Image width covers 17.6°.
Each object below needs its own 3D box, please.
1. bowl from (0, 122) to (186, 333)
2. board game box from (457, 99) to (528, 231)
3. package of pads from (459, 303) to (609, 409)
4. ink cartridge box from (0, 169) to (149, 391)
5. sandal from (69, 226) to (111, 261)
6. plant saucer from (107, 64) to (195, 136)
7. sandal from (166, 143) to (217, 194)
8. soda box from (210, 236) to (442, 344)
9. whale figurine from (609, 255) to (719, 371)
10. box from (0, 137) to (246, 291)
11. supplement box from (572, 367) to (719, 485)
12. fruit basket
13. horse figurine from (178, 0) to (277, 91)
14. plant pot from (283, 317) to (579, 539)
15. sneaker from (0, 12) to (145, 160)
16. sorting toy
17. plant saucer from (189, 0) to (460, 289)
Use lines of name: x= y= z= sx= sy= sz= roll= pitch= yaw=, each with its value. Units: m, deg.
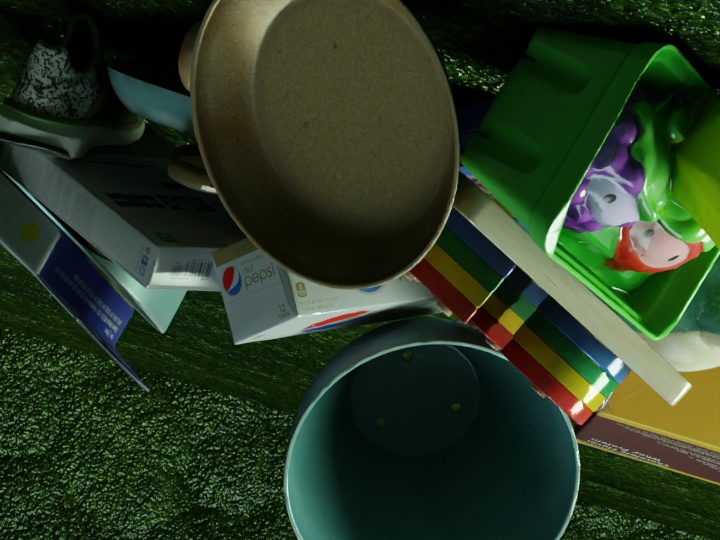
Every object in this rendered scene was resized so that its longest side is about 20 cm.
bowl: x=-0.189 y=-0.057 z=1.828 sx=0.201 sy=0.105 sz=0.201 roll=46 pitch=174 yaw=6
board game box: x=0.099 y=-0.063 z=1.603 sx=0.134 sy=0.045 sz=0.200 roll=21 pitch=169 yaw=-22
package of pads: x=0.137 y=0.032 z=1.741 sx=0.120 sy=0.076 sz=0.200 roll=28 pitch=-167 yaw=-3
ink cartridge box: x=-0.230 y=-0.015 z=1.688 sx=0.200 sy=0.047 sz=0.198 roll=41 pitch=173 yaw=18
sandal: x=-0.121 y=-0.030 z=1.742 sx=0.199 sy=0.077 sz=0.043 roll=13 pitch=178 yaw=-29
plant saucer: x=-0.081 y=-0.102 z=1.593 sx=0.199 sy=0.028 sz=0.200 roll=17 pitch=-174 yaw=-2
sandal: x=-0.051 y=-0.046 z=1.563 sx=0.080 sy=0.054 sz=0.199 roll=21 pitch=-172 yaw=35
soda box: x=0.000 y=0.000 z=1.538 sx=0.199 sy=0.064 sz=0.068 roll=-8 pitch=169 yaw=-45
whale figurine: x=0.261 y=-0.002 z=1.554 sx=0.199 sy=0.104 sz=0.159 roll=-9 pitch=-163 yaw=25
box: x=-0.140 y=-0.042 z=1.603 sx=0.144 sy=0.037 sz=0.200 roll=3 pitch=-155 yaw=-42
supplement box: x=0.288 y=0.091 z=1.866 sx=0.196 sy=0.134 sz=0.200 roll=17 pitch=170 yaw=2
fruit basket: x=0.188 y=-0.044 z=1.330 sx=0.215 sy=0.156 sz=0.216 roll=32 pitch=179 yaw=0
horse figurine: x=-0.063 y=-0.136 z=1.475 sx=0.132 sy=0.050 sz=0.200 roll=14 pitch=169 yaw=-26
plant pot: x=0.043 y=0.114 z=1.607 sx=0.199 sy=0.201 sz=0.135 roll=19 pitch=-161 yaw=-12
sneaker: x=-0.190 y=-0.135 z=1.623 sx=0.076 sy=0.089 sz=0.200 roll=20 pitch=-164 yaw=6
sorting toy: x=0.082 y=0.005 z=1.445 sx=0.200 sy=0.070 sz=0.199 roll=41 pitch=-177 yaw=-28
plant saucer: x=-0.014 y=-0.090 z=1.353 sx=0.199 sy=0.202 sz=0.035 roll=9 pitch=-158 yaw=37
